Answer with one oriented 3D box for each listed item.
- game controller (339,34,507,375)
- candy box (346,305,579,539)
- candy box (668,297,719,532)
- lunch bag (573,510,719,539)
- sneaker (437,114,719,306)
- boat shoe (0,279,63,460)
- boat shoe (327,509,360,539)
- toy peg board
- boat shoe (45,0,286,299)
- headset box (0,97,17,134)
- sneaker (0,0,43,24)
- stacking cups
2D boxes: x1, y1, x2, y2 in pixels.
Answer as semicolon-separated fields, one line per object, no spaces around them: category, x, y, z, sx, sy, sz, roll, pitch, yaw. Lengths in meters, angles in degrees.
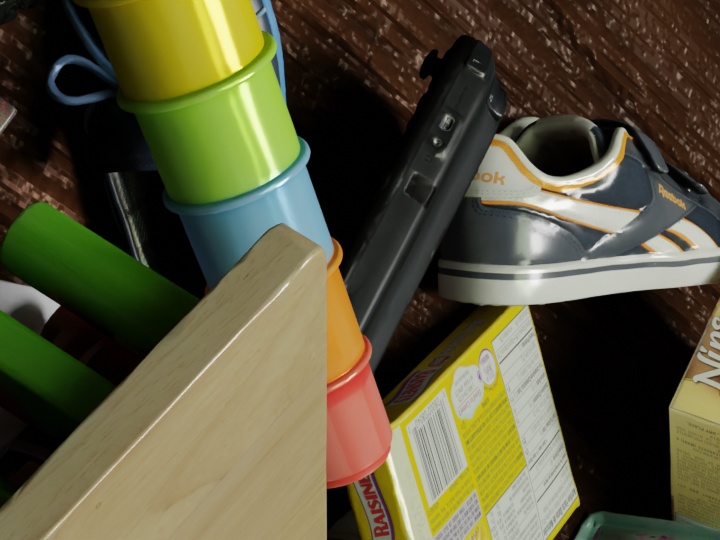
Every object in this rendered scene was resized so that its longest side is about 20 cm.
game controller;0.000;0.000;1.013;0.042;0.104;0.200;32;62;-6
candy box;0.044;0.084;1.057;0.200;0.026;0.102;-38;117;-66
candy box;0.190;0.077;1.201;0.116;0.055;0.200;-60;157;-26
lunch bag;0.190;0.210;1.159;0.122;0.200;0.171;-54;130;-32
sneaker;0.113;-0.030;1.146;0.200;0.078;0.080;-6;98;-49
boat shoe;-0.135;0.038;0.874;0.200;0.073;0.066;15;77;-47
boat shoe;0.034;0.188;1.081;0.063;0.073;0.201;-40;111;-43
toy peg board;-0.108;0.091;0.829;0.200;0.098;0.199;-47;157;-29
boat shoe;-0.063;-0.052;0.939;0.069;0.084;0.200;-48;125;-51
headset box;-0.218;-0.007;0.724;0.149;0.077;0.200;39;67;-13
sneaker;-0.158;-0.075;0.839;0.199;0.060;0.105;-2;85;-34
stacking cups;-0.040;-0.015;0.875;0.060;0.060;0.200;-38;121;-40
